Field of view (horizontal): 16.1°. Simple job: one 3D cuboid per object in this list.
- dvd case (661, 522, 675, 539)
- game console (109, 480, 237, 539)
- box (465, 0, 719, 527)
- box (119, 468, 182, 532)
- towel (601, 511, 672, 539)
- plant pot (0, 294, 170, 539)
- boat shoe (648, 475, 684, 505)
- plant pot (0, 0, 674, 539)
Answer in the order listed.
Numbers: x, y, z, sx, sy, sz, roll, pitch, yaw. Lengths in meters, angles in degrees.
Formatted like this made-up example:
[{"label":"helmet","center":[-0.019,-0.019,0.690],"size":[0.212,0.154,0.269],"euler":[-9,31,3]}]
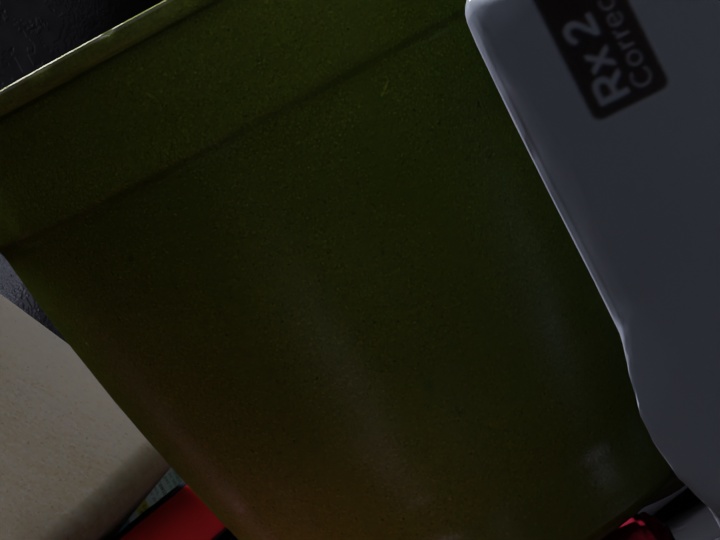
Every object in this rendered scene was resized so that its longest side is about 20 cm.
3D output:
[{"label":"dvd case","center":[0.011,0.140,0.758],"size":[0.142,0.018,0.200],"euler":[-26,6,25]},{"label":"game console","center":[-0.119,0.158,0.966],"size":[0.177,0.031,0.200],"euler":[-52,-9,32]},{"label":"box","center":[0.158,-0.021,0.560],"size":[0.200,0.199,0.131],"euler":[-26,6,15]},{"label":"box","center":[-0.052,0.100,1.151],"size":[0.049,0.082,0.200],"euler":[-25,5,36]},{"label":"towel","center":[0.003,0.125,0.731],"size":[0.200,0.023,0.145],"euler":[-28,5,2]},{"label":"plant pot","center":[-0.219,0.108,0.922],"size":[0.200,0.200,0.177],"euler":[-52,3,31]},{"label":"boat shoe","center":[0.126,0.023,0.932],"size":[0.200,0.073,0.063],"euler":[-31,-20,-31]},{"label":"plant pot","center":[0.000,0.000,0.764],"size":[0.200,0.193,0.200],"euler":[-28,5,3]}]
